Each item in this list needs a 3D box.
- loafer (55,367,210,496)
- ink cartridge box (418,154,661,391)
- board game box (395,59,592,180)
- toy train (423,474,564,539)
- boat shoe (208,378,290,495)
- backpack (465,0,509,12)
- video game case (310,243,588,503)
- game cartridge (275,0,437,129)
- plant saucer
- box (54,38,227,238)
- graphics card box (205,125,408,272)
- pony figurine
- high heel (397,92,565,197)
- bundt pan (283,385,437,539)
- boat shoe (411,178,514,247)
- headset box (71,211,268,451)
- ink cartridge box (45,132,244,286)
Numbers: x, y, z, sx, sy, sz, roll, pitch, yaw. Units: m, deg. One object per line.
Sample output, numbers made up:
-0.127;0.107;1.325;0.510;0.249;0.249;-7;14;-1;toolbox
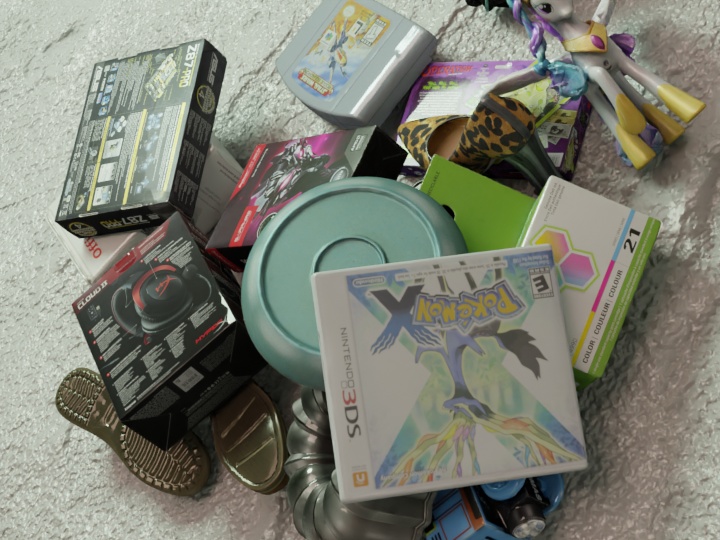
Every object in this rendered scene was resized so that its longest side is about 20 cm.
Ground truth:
-0.220;0.161;1.492;0.199;0.067;0.076;33;90;27;loafer
0.130;-0.007;1.249;0.199;0.076;0.149;23;77;2;ink cartridge box
0.128;-0.147;1.432;0.199;0.032;0.121;5;73;37;board game box
0.091;0.154;1.254;0.114;0.086;0.201;-39;49;20;toy train
-0.106;0.143;1.415;0.072;0.068;0.200;-39;46;5;boat shoe
0.135;-0.382;1.443;0.152;0.200;0.177;-23;50;4;backpack
0.070;0.080;1.173;0.198;0.022;0.184;-7;80;-7;video game case
-0.012;-0.222;1.553;0.133;0.042;0.200;-49;39;-1;game cartridge
-0.007;0.004;1.235;0.198;0.027;0.202;-5;63;11;plant saucer
-0.234;-0.140;1.567;0.160;0.049;0.201;-9;60;33;box
-0.054;-0.063;1.379;0.199;0.051;0.126;-1;58;52;graphics card box
0.202;-0.183;1.293;0.166;0.193;0.200;-42;84;-1;pony figurine
0.087;-0.135;1.339;0.199;0.143;0.072;22;74;40;high heel
-0.007;0.155;1.265;0.202;0.075;0.204;-35;50;57;bundt pan
0.095;-0.037;1.367;0.075;0.066;0.200;-45;48;8;boat shoe
-0.187;0.050;1.435;0.148;0.075;0.200;-41;45;6;headset box
-0.235;-0.079;1.622;0.200;0.085;0.146;-45;48;4;ink cartridge box
